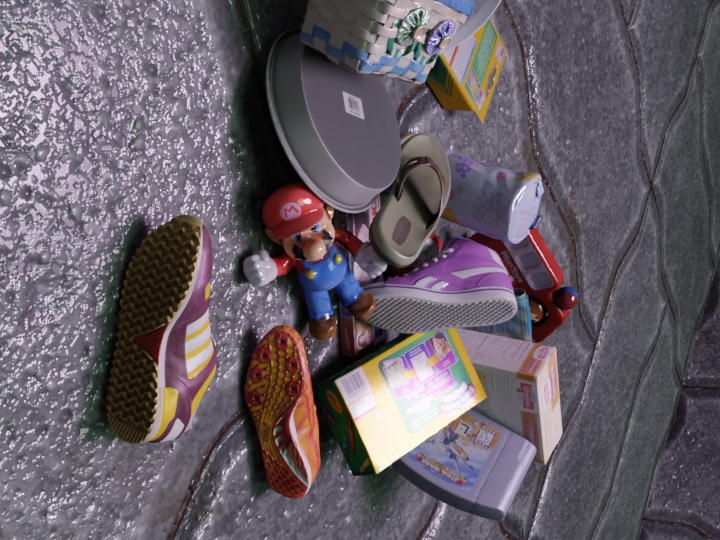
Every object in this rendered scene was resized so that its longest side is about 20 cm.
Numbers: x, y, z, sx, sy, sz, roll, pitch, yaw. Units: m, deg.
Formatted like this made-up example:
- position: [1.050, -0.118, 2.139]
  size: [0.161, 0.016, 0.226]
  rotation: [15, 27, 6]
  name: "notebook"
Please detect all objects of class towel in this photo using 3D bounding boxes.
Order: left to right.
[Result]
- position: [0.181, 0.113, 1.219]
  size: [0.022, 0.144, 0.203]
  rotation: [-62, 147, -53]
  name: "towel"

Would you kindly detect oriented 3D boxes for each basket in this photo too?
- position: [0.039, -0.290, 0.798]
  size: [0.175, 0.138, 0.203]
  rotation: [-9, 121, -54]
  name: "basket"

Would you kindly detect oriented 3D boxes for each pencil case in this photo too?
- position: [0.125, -0.105, 1.024]
  size: [0.083, 0.198, 0.092]
  rotation: [28, 86, -61]
  name: "pencil case"

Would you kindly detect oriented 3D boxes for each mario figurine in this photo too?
- position: [-0.044, -0.003, 0.874]
  size: [0.124, 0.105, 0.201]
  rotation: [-56, 142, -30]
  name: "mario figurine"

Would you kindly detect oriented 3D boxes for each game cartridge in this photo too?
- position: [0.124, 0.244, 1.115]
  size: [0.133, 0.198, 0.042]
  rotation: [-49, 158, -41]
  name: "game cartridge"

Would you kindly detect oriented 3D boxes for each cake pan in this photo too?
- position: [-0.020, -0.162, 0.864]
  size: [0.199, 0.036, 0.203]
  rotation: [30, 51, -46]
  name: "cake pan"

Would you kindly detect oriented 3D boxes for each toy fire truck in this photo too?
- position: [0.227, 0.025, 1.217]
  size: [0.201, 0.167, 0.112]
  rotation: [55, 50, -17]
  name: "toy fire truck"

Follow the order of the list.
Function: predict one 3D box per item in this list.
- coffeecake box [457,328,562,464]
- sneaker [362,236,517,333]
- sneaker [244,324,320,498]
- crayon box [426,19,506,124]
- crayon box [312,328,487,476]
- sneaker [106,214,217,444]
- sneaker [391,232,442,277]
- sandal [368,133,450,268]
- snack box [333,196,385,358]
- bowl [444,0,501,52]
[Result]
- position: [0.177, 0.171, 1.172]
  size: [0.073, 0.197, 0.156]
  rotation: [-44, 133, -43]
  name: "coffeecake box"
- position: [0.086, 0.013, 1.023]
  size: [0.073, 0.197, 0.116]
  rotation: [103, -17, -50]
  name: "sneaker"
- position: [-0.082, 0.149, 0.906]
  size: [0.077, 0.072, 0.203]
  rotation: [-62, 153, -64]
  name: "sneaker"
- position: [0.128, -0.305, 1.110]
  size: [0.200, 0.051, 0.127]
  rotation: [42, 63, -52]
  name: "crayon box"
- position: [0.053, 0.150, 1.017]
  size: [0.198, 0.058, 0.120]
  rotation: [-26, 91, -34]
  name: "crayon box"
- position: [-0.165, 0.052, 0.740]
  size: [0.090, 0.074, 0.203]
  rotation: [12, 94, -65]
  name: "sneaker"
- position: [0.071, 0.013, 1.090]
  size: [0.201, 0.066, 0.110]
  rotation: [38, 64, -57]
  name: "sneaker"
- position: [0.067, -0.084, 0.920]
  size: [0.079, 0.057, 0.203]
  rotation: [31, 45, -12]
  name: "sandal"
- position: [0.000, 0.000, 1.015]
  size: [0.072, 0.024, 0.203]
  rotation: [-28, 121, -51]
  name: "snack box"
- position: [0.067, -0.350, 0.932]
  size: [0.198, 0.091, 0.203]
  rotation: [-14, 138, -13]
  name: "bowl"
